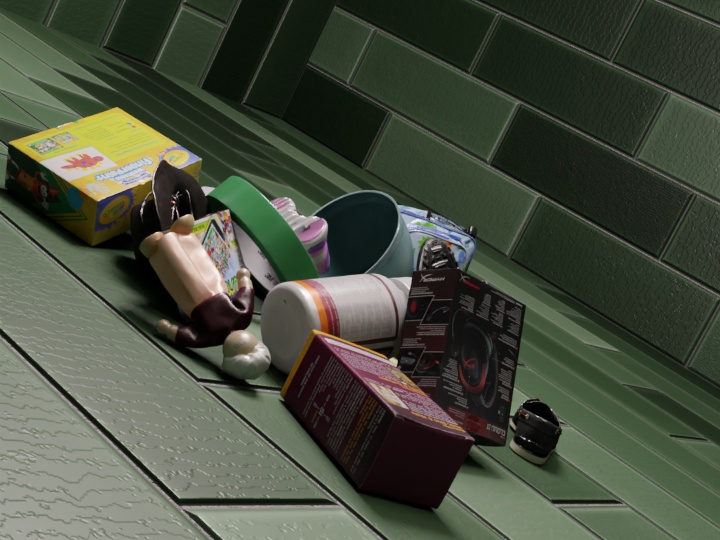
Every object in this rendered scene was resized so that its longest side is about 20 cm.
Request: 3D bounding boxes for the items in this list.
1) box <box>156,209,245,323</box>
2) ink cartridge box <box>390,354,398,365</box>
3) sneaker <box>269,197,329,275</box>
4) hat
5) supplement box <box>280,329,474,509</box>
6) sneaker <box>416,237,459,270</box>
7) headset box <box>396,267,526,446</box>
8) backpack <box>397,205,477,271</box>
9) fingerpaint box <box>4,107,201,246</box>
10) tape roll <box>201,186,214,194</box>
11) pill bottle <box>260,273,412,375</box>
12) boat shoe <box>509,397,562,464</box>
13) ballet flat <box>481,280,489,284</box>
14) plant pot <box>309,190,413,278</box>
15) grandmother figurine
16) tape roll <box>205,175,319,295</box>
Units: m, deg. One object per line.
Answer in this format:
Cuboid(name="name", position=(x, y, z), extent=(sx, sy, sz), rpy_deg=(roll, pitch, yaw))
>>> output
Cuboid(name="box", position=(-0.189, -0.009, 1.533), extent=(0.034, 0.111, 0.200), rpy_deg=(-15, 6, 12))
Cuboid(name="ink cartridge box", position=(-0.005, 0.116, 1.594), extent=(0.196, 0.047, 0.200), rpy_deg=(29, 7, 0))
Cuboid(name="sneaker", position=(-0.103, -0.042, 1.811), extent=(0.200, 0.080, 0.089), rpy_deg=(33, -32, 55))
Cuboid(name="hat", position=(-0.246, -0.038, 1.587), extent=(0.080, 0.203, 0.201), rpy_deg=(-17, 0, 12))
Cuboid(name="supplement box", position=(0.013, 0.153, 1.305), extent=(0.110, 0.086, 0.200), rpy_deg=(22, 11, -34))
Cuboid(name="sneaker", position=(0.106, 0.047, 1.904), extent=(0.073, 0.203, 0.079), rpy_deg=(-16, 23, -31))
Cuboid(name="headset box", position=(0.117, 0.116, 1.495), extent=(0.074, 0.202, 0.148), rpy_deg=(-4, -20, 42))
Cuboid(name="backpack", position=(0.083, -0.016, 2.129), extent=(0.198, 0.185, 0.147), rpy_deg=(21, 9, -3))
Cuboid(name="fingerpaint box", position=(-0.339, -0.128, 1.654), extent=(0.166, 0.074, 0.199), rpy_deg=(31, 35, 22))
Cuboid(name="tape roll", position=(-0.178, -0.058, 1.977), extent=(0.199, 0.067, 0.200), rpy_deg=(27, 10, -5))
Cuboid(name="pill bottle", position=(-0.013, 0.061, 1.500), extent=(0.198, 0.111, 0.109), rpy_deg=(-5, 29, -40))
Cuboid(name="boat shoe", position=(0.248, 0.214, 1.734), extent=(0.073, 0.064, 0.201), rpy_deg=(26, 8, 7))
Cuboid(name="ballet flat", position=(0.115, 0.054, 1.997), extent=(0.197, 0.058, 0.067), rpy_deg=(-9, 16, -3))
Cuboid(name="plant pot", position=(0.000, 0.000, 1.866), extent=(0.200, 0.200, 0.135), rpy_deg=(39, -12, 52))
Cuboid(name="grandmother figurine", position=(-0.167, 0.039, 1.366), extent=(0.201, 0.121, 0.061), rpy_deg=(51, -9, 20))
Cuboid(name="tape roll", position=(-0.134, -0.034, 1.704), extent=(0.200, 0.048, 0.201), rpy_deg=(45, -17, 18))
